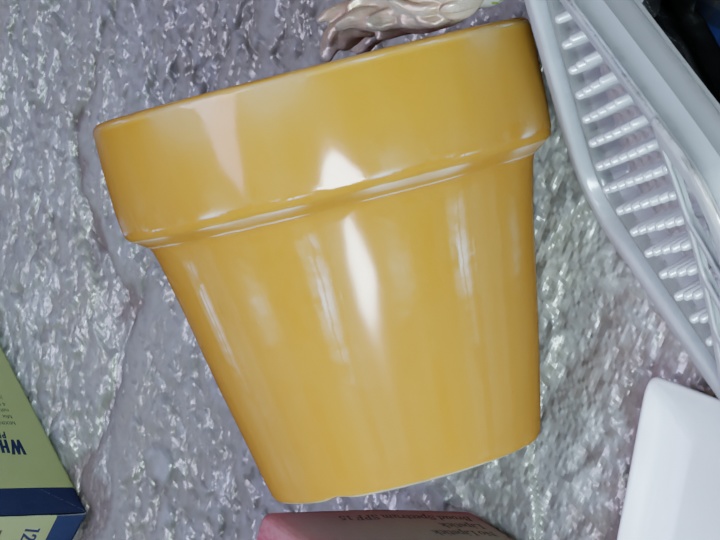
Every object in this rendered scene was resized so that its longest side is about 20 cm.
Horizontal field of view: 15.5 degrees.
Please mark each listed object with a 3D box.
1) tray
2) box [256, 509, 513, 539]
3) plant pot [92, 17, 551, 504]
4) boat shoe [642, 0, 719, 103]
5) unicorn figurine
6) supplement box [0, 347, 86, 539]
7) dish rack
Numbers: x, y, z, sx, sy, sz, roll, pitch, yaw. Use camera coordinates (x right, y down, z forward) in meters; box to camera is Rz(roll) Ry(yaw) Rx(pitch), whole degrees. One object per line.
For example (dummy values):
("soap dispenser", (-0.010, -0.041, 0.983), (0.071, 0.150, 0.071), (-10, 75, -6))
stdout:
("tray", (0.179, 0.117, 1.057), (0.200, 0.022, 0.108), (20, 104, 51))
("box", (0.048, 0.190, 1.134), (0.200, 0.128, 0.109), (28, 109, 49))
("plant pot", (0.000, 0.000, 1.178), (0.200, 0.200, 0.184), (-11, 95, 51))
("boat shoe", (0.142, -0.116, 1.085), (0.070, 0.066, 0.200), (-47, 53, 40))
("unicorn figurine", (0.058, -0.171, 1.173), (0.137, 0.074, 0.200), (-17, 47, 42))
("supplement box", (-0.301, 0.118, 1.531), (0.200, 0.200, 0.134), (56, 130, 36))
("dish rack", (0.128, -0.035, 1.048), (0.200, 0.043, 0.172), (60, 174, 45))
